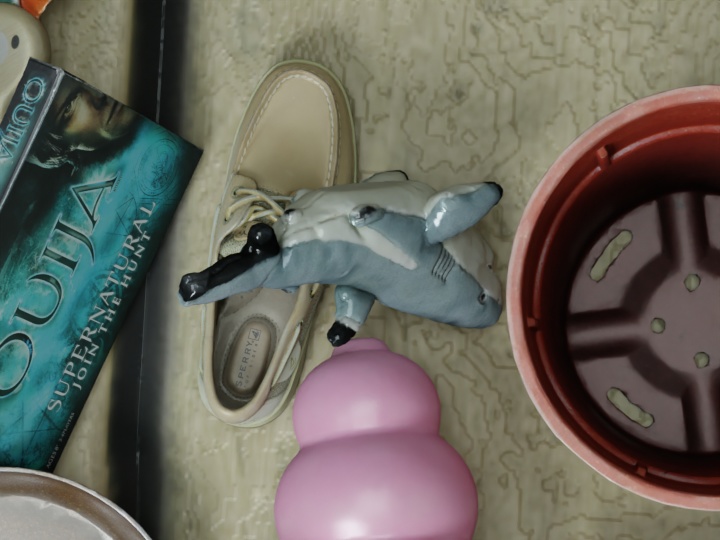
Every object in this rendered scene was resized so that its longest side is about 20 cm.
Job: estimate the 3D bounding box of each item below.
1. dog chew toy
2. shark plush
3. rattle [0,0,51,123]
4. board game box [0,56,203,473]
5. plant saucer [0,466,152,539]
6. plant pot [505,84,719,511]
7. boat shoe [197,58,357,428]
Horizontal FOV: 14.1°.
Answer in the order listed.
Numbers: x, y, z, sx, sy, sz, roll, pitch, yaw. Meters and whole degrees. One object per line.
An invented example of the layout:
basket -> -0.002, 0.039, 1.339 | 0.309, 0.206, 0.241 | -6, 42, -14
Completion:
dog chew toy -> 0.009, 0.135, 1.511 | 0.124, 0.125, 0.201 | -7, 77, 3
shark plush -> 0.000, 0.000, 1.496 | 0.091, 0.200, 0.084 | 6, 101, 38
rattle -> -0.230, -0.115, 1.535 | 0.200, 0.143, 0.130 | -40, 60, 8
board game box -> -0.168, 0.003, 1.523 | 0.028, 0.135, 0.201 | 23, 87, 34
plant saucer -> -0.188, 0.200, 1.541 | 0.199, 0.032, 0.201 | 0, 97, -2
plant pot -> 0.173, 0.019, 1.467 | 0.200, 0.195, 0.202 | 0, 86, 3
boat shoe -> -0.046, -0.016, 1.549 | 0.072, 0.065, 0.201 | 13, 86, 4
